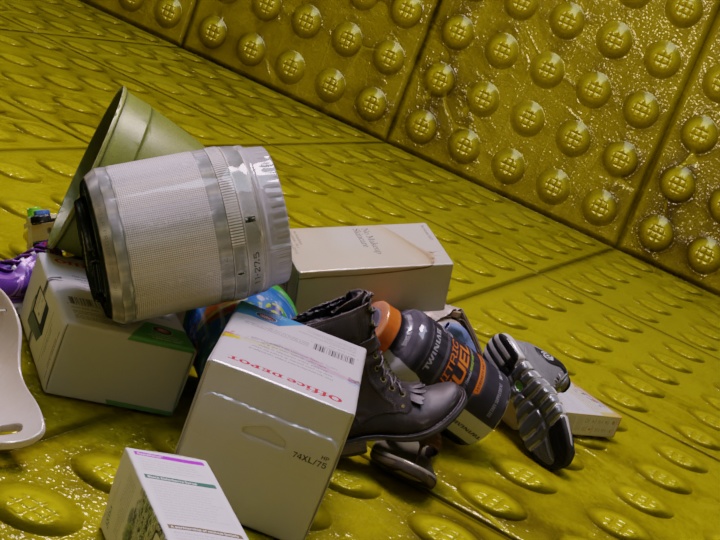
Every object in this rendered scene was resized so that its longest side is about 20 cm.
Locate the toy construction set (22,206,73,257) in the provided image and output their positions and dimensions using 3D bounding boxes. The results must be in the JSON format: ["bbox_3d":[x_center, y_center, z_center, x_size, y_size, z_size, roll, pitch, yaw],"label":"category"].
[{"bbox_3d":[-0.340,-0.059,1.760,0.131,0.199,0.093,-5,73,-57],"label":"toy construction set"}]

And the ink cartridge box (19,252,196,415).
[{"bbox_3d":[-0.277,0.066,1.530,0.145,0.084,0.200,14,16,-25],"label":"ink cartridge box"}]

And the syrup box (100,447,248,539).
[{"bbox_3d":[-0.144,0.227,1.139,0.081,0.079,0.200,14,16,-26],"label":"syrup box"}]

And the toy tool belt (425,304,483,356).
[{"bbox_3d":[0.095,0.101,1.811,0.123,0.125,0.200,48,-5,47],"label":"toy tool belt"}]

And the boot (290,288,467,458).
[{"bbox_3d":[0.016,0.102,1.525,0.199,0.175,0.069,-16,22,-18],"label":"boot"}]

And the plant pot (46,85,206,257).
[{"bbox_3d":[-0.228,-0.076,1.617,0.192,0.201,0.200,26,12,-16],"label":"plant pot"}]

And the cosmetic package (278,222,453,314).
[{"bbox_3d":[0.000,0.000,1.720,0.199,0.073,0.104,-5,34,-21],"label":"cosmetic package"}]

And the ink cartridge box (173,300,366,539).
[{"bbox_3d":[-0.089,0.144,1.388,0.146,0.147,0.200,21,14,-2],"label":"ink cartridge box"}]

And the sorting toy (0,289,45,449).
[{"bbox_3d":[-0.374,0.100,1.258,0.180,0.107,0.200,38,20,29],"label":"sorting toy"}]

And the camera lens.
[{"bbox_3d":[-0.184,-0.039,1.448,0.199,0.161,0.160,-12,24,-14],"label":"camera lens"}]

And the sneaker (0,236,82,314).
[{"bbox_3d":[-0.384,-0.002,1.628,0.080,0.084,0.200,30,17,32],"label":"sneaker"}]

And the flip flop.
[{"bbox_3d":[0.063,0.194,1.605,0.081,0.058,0.200,27,12,4],"label":"flip flop"}]

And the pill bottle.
[{"bbox_3d":[0.078,0.118,1.694,0.200,0.106,0.106,37,6,-26],"label":"pill bottle"}]

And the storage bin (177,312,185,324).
[{"bbox_3d":[-0.204,0.024,1.776,0.199,0.094,0.199,21,14,0],"label":"storage bin"}]

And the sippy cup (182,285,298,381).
[{"bbox_3d":[-0.130,0.087,1.558,0.177,0.140,0.130,17,16,-11],"label":"sippy cup"}]

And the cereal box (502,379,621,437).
[{"bbox_3d":[0.248,0.179,1.972,0.199,0.040,0.144,9,19,-37],"label":"cereal box"}]

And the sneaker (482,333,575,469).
[{"bbox_3d":[0.248,0.167,1.841,0.115,0.075,0.201,7,48,-45],"label":"sneaker"}]
